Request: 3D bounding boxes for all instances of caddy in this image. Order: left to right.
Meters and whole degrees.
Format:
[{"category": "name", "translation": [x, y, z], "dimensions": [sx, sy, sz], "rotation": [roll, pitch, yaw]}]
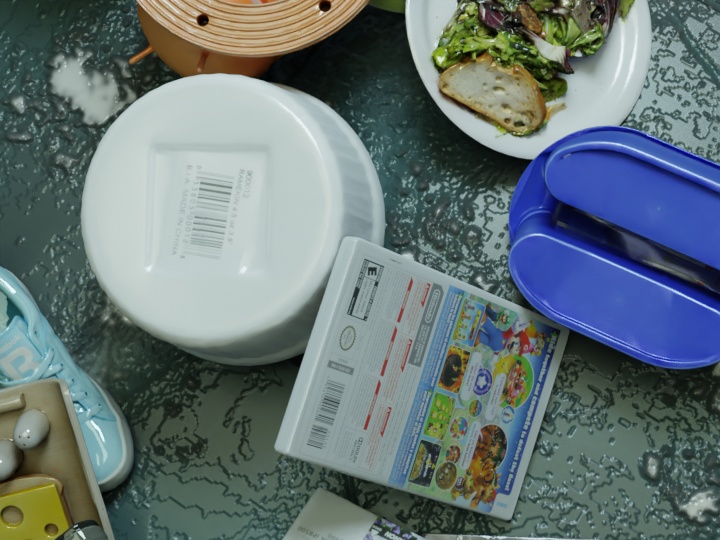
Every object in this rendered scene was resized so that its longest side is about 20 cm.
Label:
[{"category": "caddy", "translation": [0.196, -0.017, 0.957], "dimensions": [0.200, 0.105, 0.142], "rotation": [25, 103, 11]}]

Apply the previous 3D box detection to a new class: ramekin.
[{"category": "ramekin", "translation": [-0.089, -0.037, 0.931], "dimensions": [0.200, 0.098, 0.201], "rotation": [-1, 86, 12]}]

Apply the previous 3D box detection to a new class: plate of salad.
[{"category": "plate of salad", "translation": [0.128, -0.181, 0.998], "dimensions": [0.199, 0.048, 0.201], "rotation": [2, 84, -19]}]

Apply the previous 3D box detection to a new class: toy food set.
[{"category": "toy food set", "translation": [-0.275, 0.168, 0.954], "dimensions": [0.199, 0.060, 0.144], "rotation": [-14, 104, 3]}]

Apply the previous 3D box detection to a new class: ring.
[{"category": "ring", "translation": [-0.071, -0.241, 0.934], "dimensions": [0.200, 0.019, 0.201], "rotation": [0, 83, 3]}]

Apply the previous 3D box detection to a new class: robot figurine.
[{"category": "robot figurine", "translation": [-0.082, -0.214, 1.011], "dimensions": [0.144, 0.117, 0.200], "rotation": [37, 65, 3]}]

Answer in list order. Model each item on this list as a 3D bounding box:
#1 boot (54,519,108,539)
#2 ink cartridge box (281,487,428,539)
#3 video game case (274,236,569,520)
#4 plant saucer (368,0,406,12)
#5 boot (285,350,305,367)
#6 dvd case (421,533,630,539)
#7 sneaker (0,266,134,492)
[{"category": "boot", "translation": [-0.184, 0.270, 0.874], "dimensions": [0.130, 0.068, 0.200], "rotation": [27, 79, 23]}, {"category": "ink cartridge box", "translation": [-0.032, 0.249, 0.897], "dimensions": [0.109, 0.050, 0.200], "rotation": [22, 54, 22]}, {"category": "video game case", "translation": [0.047, 0.076, 0.918], "dimensions": [0.200, 0.018, 0.144], "rotation": [22, 83, -35]}, {"category": "plant saucer", "translation": [0.013, -0.285, 1.009], "dimensions": [0.200, 0.031, 0.201], "rotation": [17, 62, -34]}, {"category": "boot", "translation": [0.000, 0.001, 0.988], "dimensions": [0.199, 0.066, 0.165], "rotation": [20, 92, 16]}, {"category": "dvd case", "translation": [0.113, 0.282, 0.938], "dimensions": [0.148, 0.016, 0.201], "rotation": [1, 77, 6]}, {"category": "sneaker", "translation": [-0.240, 0.075, 0.992], "dimensions": [0.074, 0.082, 0.200], "rotation": [-41, 76, -3]}]
